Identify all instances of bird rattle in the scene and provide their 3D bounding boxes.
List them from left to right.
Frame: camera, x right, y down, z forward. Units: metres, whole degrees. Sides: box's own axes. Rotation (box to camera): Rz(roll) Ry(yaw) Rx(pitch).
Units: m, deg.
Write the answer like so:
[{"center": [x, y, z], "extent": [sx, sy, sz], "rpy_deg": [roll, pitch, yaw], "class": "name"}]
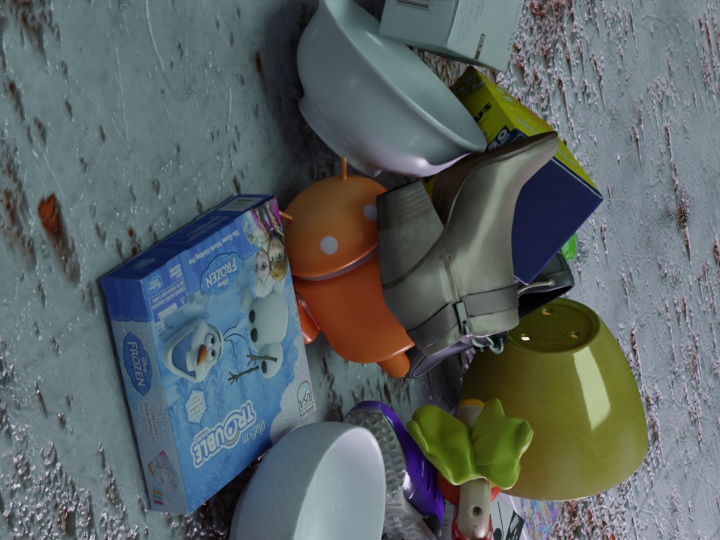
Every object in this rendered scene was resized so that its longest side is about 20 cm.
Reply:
[{"center": [0.109, 0.206, 1.681], "extent": [0.163, 0.113, 0.200], "rpy_deg": [-83, 166, -69], "class": "bird rattle"}]

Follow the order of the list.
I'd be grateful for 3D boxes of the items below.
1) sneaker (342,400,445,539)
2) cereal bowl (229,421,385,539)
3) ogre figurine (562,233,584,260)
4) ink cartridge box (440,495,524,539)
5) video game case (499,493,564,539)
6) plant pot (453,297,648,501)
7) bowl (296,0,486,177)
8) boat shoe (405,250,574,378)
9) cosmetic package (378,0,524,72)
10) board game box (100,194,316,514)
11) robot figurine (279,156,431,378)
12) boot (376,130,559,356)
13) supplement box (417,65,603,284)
[{"center": [0.033, 0.181, 1.708], "extent": [0.100, 0.070, 0.200], "rpy_deg": [-66, 147, -45], "class": "sneaker"}, {"center": [-0.053, 0.220, 1.521], "extent": [0.200, 0.083, 0.200], "rpy_deg": [10, 90, -69], "class": "cereal bowl"}, {"center": [0.143, -0.025, 1.828], "extent": [0.200, 0.120, 0.098], "rpy_deg": [31, 64, -55], "class": "ogre figurine"}, {"center": [0.100, 0.316, 1.796], "extent": [0.094, 0.044, 0.200], "rpy_deg": [46, 53, -42], "class": "ink cartridge box"}, {"center": [0.207, 0.210, 2.043], "extent": [0.200, 0.018, 0.143], "rpy_deg": [-57, 137, -42], "class": "video game case"}, {"center": [0.189, 0.112, 1.804], "extent": [0.200, 0.200, 0.142], "rpy_deg": [-48, 144, -48], "class": "plant pot"}, {"center": [0.010, -0.146, 1.589], "extent": [0.090, 0.201, 0.201], "rpy_deg": [-46, 151, 14], "class": "bowl"}, {"center": [0.118, 0.048, 1.730], "extent": [0.063, 0.200, 0.073], "rpy_deg": [54, 14, 19], "class": "boat shoe"}, {"center": [0.090, -0.247, 1.673], "extent": [0.200, 0.074, 0.102], "rpy_deg": [-2, 106, -68], "class": "cosmetic package"}, {"center": [-0.117, 0.063, 1.463], "extent": [0.200, 0.043, 0.199], "rpy_deg": [-37, 124, -53], "class": "board game box"}, {"center": [-0.001, 0.001, 1.581], "extent": [0.200, 0.144, 0.117], "rpy_deg": [60, 30, -30], "class": "robot figurine"}, {"center": [0.103, -0.020, 1.531], "extent": [0.200, 0.070, 0.146], "rpy_deg": [-22, 95, -18], "class": "boot"}, {"center": [0.128, -0.093, 1.689], "extent": [0.109, 0.109, 0.200], "rpy_deg": [35, 14, -22], "class": "supplement box"}]
